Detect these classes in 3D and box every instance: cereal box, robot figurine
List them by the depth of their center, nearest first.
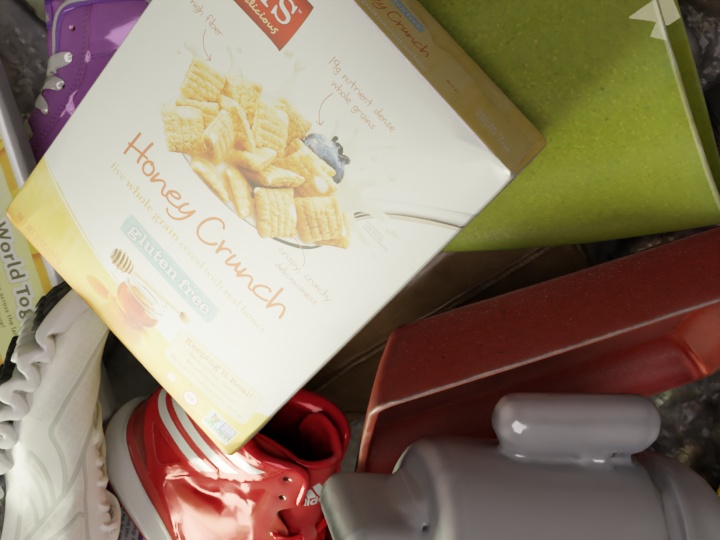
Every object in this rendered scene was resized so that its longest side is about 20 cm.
[{"bbox_3d":[-0.041,-0.035,0.602,0.144,0.039,0.200,46,129,3],"label":"cereal box"},{"bbox_3d":[0.079,0.130,0.662,0.197,0.113,0.172,6,111,-14],"label":"robot figurine"}]

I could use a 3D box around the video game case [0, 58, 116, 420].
[{"bbox_3d":[-0.229,-0.003,0.727,0.180,0.023,0.202,-14,105,9],"label":"video game case"}]

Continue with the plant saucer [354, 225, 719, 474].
[{"bbox_3d":[0.088,0.038,0.697,0.198,0.200,0.037,-16,75,-7],"label":"plant saucer"}]

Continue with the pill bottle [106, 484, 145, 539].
[{"bbox_3d":[-0.172,0.149,0.801,0.197,0.112,0.113,6,107,3],"label":"pill bottle"}]

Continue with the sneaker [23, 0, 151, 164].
[{"bbox_3d":[-0.147,-0.069,0.763,0.199,0.073,0.115,-29,94,7],"label":"sneaker"}]

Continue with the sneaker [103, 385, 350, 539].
[{"bbox_3d":[-0.032,0.133,0.706,0.201,0.078,0.115,52,139,-6],"label":"sneaker"}]

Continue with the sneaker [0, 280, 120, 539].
[{"bbox_3d":[-0.142,0.095,0.704,0.080,0.075,0.202,20,109,-10],"label":"sneaker"}]

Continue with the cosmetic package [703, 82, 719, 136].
[{"bbox_3d":[0.267,-0.085,0.707,0.199,0.090,0.107,-31,102,16],"label":"cosmetic package"}]

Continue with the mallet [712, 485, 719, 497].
[{"bbox_3d":[0.174,0.091,0.736,0.065,0.042,0.201,6,148,11],"label":"mallet"}]

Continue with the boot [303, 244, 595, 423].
[{"bbox_3d":[0.000,0.000,0.754,0.199,0.067,0.175,-28,130,14],"label":"boot"}]

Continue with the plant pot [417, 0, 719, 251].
[{"bbox_3d":[0.035,-0.083,0.657,0.198,0.187,0.189,-16,105,16],"label":"plant pot"}]
